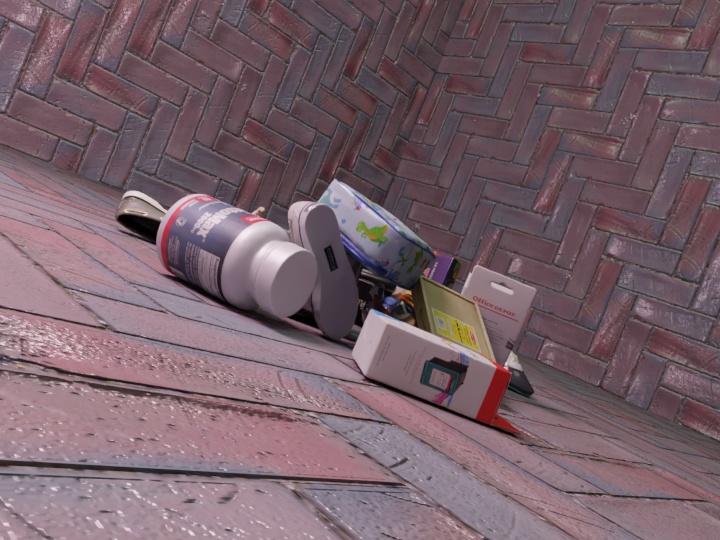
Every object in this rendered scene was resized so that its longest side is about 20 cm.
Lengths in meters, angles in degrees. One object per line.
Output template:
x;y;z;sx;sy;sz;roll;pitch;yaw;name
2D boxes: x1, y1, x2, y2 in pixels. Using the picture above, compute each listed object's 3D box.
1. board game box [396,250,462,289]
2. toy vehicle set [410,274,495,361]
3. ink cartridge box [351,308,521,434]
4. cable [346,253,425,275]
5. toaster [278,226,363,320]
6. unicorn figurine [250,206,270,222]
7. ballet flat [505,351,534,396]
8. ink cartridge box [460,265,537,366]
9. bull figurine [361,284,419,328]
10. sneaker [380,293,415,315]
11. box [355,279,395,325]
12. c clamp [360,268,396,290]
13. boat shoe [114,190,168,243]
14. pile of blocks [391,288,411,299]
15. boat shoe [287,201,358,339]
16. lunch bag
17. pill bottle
0.116;0.043;1.538;0.165;0.201;0.057;22;-1;35;board game box
0.142;0.098;1.024;0.124;0.027;0.201;26;31;-22;toy vehicle set
0.098;0.119;0.807;0.199;0.068;0.116;23;1;-10;ink cartridge box
0.038;-0.012;1.367;0.199;0.051;0.163;24;-12;10;cable
-0.105;0.004;1.065;0.180;0.119;0.200;21;1;-14;toaster
-0.226;-0.076;1.370;0.137;0.199;0.074;-9;-71;60;unicorn figurine
0.261;0.178;1.336;0.199;0.073;0.073;24;2;41;ballet flat
0.216;0.086;1.165;0.115;0.201;0.067;23;25;8;ink cartridge box
0.080;0.092;1.060;0.199;0.065;0.122;12;46;-49;bull figurine
0.054;0.093;1.213;0.075;0.078;0.200;46;-17;0;sneaker
0.002;0.059;1.402;0.163;0.087;0.200;22;2;-12;box
0.000;0.000;1.310;0.170;0.027;0.200;20;2;-34;c clamp
-0.357;-0.072;1.261;0.201;0.072;0.061;30;43;-18;boat shoe
0.158;0.069;1.256;0.199;0.082;0.062;27;35;9;pile of blocks
-0.058;-0.001;0.933;0.071;0.201;0.070;-29;29;-29;boat shoe
0.020;-0.053;1.009;0.161;0.083;0.200;43;8;21;lunch bag
-0.160;-0.017;0.890;0.199;0.120;0.119;23;1;29;pill bottle
